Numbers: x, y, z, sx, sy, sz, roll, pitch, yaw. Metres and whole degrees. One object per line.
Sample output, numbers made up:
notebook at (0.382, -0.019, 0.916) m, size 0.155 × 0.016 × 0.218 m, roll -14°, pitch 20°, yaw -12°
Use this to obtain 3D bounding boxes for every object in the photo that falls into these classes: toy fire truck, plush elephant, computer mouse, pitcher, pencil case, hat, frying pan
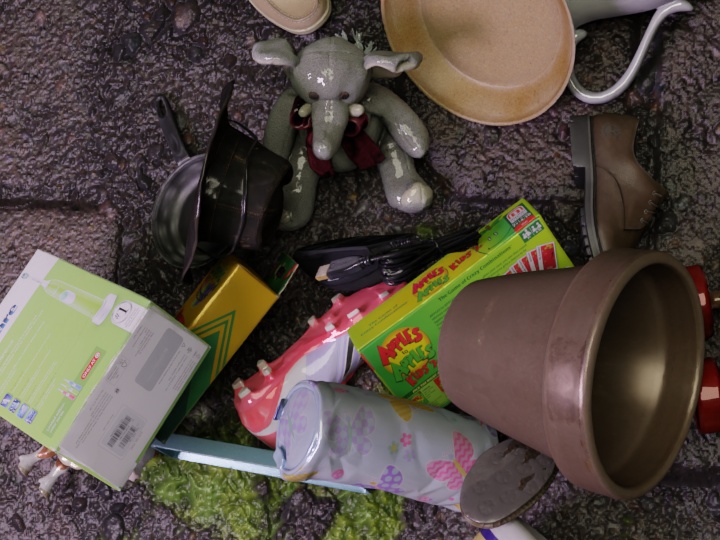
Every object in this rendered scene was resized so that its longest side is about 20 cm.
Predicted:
toy fire truck at (0.331, 0.056, 1.165) m, size 0.111 × 0.168 × 0.201 m, roll -8°, pitch 79°, yaw 10°
plush elephant at (-0.021, -0.147, 1.278) m, size 0.164 × 0.155 × 0.201 m, roll 0°, pitch 81°, yaw 11°
computer mouse at (0.000, 0.000, 1.236) m, size 0.199 × 0.140 × 0.046 m, roll -5°, pitch 100°, yaw 42°
pitcher at (0.249, -0.266, 1.277) m, size 0.199 × 0.121 × 0.172 m, roll -29°, pitch 96°, yaw 16°
pencil case at (0.025, 0.155, 1.204) m, size 0.199 × 0.083 × 0.091 m, roll 14°, pitch 99°, yaw -26°
hat at (-0.103, -0.072, 1.228) m, size 0.080 × 0.201 × 0.202 m, roll 11°, pitch 82°, yaw -5°
frying pan at (-0.175, -0.078, 1.361) m, size 0.115 × 0.031 × 0.190 m, roll -52°, pitch 54°, yaw 9°

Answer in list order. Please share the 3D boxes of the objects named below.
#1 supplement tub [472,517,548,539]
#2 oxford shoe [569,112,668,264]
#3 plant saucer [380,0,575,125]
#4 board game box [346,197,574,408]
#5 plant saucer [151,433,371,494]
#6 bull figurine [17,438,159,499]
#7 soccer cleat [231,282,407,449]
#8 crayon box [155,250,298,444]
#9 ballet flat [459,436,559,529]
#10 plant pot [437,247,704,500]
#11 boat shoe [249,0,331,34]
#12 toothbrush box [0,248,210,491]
supplement tub at (0.110, 0.322, 1.176) m, size 0.145 × 0.145 × 0.200 m, roll 42°, pitch 90°, yaw 15°
oxford shoe at (0.238, -0.049, 1.253) m, size 0.084 × 0.073 × 0.201 m, roll -5°, pitch 79°, yaw 8°
plant saucer at (0.112, -0.230, 1.276) m, size 0.200 × 0.201 × 0.035 m, roll 30°, pitch 47°, yaw 15°
board game box at (0.099, 0.038, 1.251) m, size 0.200 × 0.048 × 0.102 m, roll -37°, pitch 115°, yaw 3°
plant saucer at (-0.089, 0.177, 1.280) m, size 0.199 × 0.070 × 0.019 m, roll 9°, pitch 75°, yaw 13°
bull figurine at (-0.281, 0.138, 1.323) m, size 0.121 × 0.065 × 0.200 m, roll -36°, pitch 69°, yaw -7°
soccer cleat at (-0.028, 0.084, 1.296) m, size 0.200 × 0.067 × 0.077 m, roll -37°, pitch 112°, yaw -5°
crayon box at (-0.141, 0.054, 1.281) m, size 0.051 × 0.127 × 0.200 m, roll 38°, pitch 88°, yaw -12°
ballet flat at (0.150, 0.158, 1.203) m, size 0.067 × 0.047 × 0.200 m, roll 21°, pitch 46°, yaw 25°
plant pot at (0.161, 0.074, 1.142) m, size 0.174 × 0.200 × 0.202 m, roll 8°, pitch 81°, yaw 38°
boat shoe at (-0.103, -0.318, 1.372) m, size 0.072 × 0.065 × 0.200 m, roll -36°, pitch 75°, yaw 3°
toothbrush box at (-0.248, 0.081, 1.212) m, size 0.199 × 0.086 × 0.146 m, roll 19°, pitch 73°, yaw 45°
